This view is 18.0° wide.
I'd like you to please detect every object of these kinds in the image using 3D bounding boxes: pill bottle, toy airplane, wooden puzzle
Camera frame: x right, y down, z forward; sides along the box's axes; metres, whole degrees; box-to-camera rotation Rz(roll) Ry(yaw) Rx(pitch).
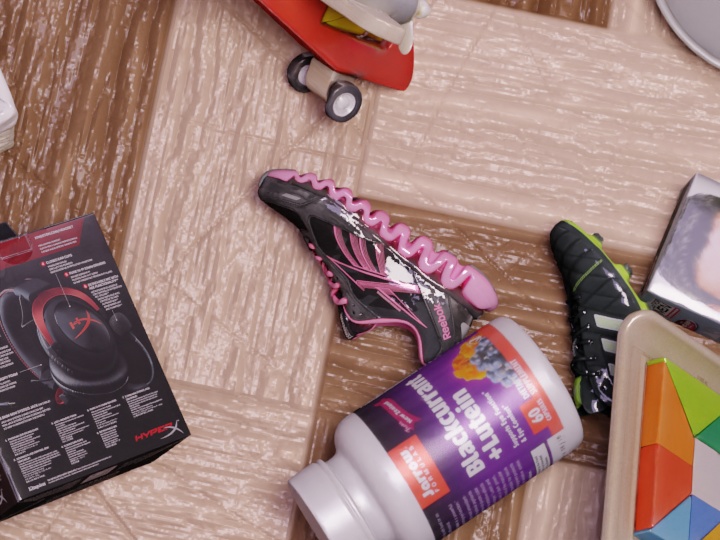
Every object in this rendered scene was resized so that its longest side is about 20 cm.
[{"bbox_3d":[0.051,0.131,1.637,0.199,0.111,0.112,-33,83,-9],"label":"pill bottle"},{"bbox_3d":[-0.035,-0.219,1.652,0.200,0.199,0.141,43,90,6],"label":"toy airplane"},{"bbox_3d":[0.238,0.151,1.611,0.185,0.037,0.201,32,59,-38],"label":"wooden puzzle"}]

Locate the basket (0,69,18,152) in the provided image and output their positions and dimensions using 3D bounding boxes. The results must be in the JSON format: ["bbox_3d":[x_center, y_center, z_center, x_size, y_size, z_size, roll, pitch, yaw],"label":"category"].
[{"bbox_3d":[-0.357,-0.117,1.651,0.199,0.123,0.136,-25,83,-7],"label":"basket"}]

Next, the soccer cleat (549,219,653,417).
[{"bbox_3d":[0.183,0.058,1.682,0.081,0.068,0.201,-28,86,-9],"label":"soccer cleat"}]

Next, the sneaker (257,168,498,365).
[{"bbox_3d":[0.000,0.000,1.683,0.199,0.079,0.096,33,91,4],"label":"sneaker"}]

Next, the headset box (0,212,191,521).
[{"bbox_3d":[-0.232,0.059,1.624,0.148,0.075,0.201,-20,81,-35],"label":"headset box"}]

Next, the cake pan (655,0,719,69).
[{"bbox_3d":[0.315,-0.238,1.757,0.198,0.037,0.202,1,80,-4],"label":"cake pan"}]

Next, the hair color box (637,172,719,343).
[{"bbox_3d":[0.317,0.017,1.700,0.199,0.061,0.100,24,79,2],"label":"hair color box"}]
